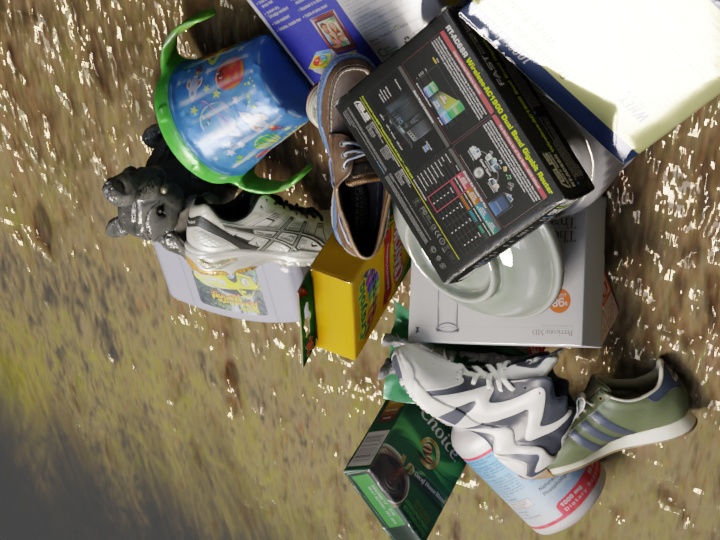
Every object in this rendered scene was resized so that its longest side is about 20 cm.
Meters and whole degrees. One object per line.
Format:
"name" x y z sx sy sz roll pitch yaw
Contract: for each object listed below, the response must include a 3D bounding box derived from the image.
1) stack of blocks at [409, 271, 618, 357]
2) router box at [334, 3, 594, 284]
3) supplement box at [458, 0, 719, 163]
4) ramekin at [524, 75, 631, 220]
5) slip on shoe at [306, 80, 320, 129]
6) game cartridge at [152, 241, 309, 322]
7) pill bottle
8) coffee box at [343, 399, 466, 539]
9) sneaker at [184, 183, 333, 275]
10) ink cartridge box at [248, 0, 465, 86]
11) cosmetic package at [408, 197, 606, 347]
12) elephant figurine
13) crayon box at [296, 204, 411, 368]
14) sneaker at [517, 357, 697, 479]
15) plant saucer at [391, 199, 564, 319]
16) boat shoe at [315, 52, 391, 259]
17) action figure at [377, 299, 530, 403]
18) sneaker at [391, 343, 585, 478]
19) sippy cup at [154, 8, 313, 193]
"stack of blocks" 0.166 0.040 1.703 0.200 0.059 0.115 -1 128 34
"router box" 0.089 -0.111 1.414 0.150 0.062 0.200 -36 81 35
"supplement box" 0.231 -0.235 1.333 0.200 0.134 0.200 41 139 -8
"ramekin" 0.161 -0.139 1.498 0.200 0.105 0.200 19 138 18
"slip on shoe" 0.035 -0.140 1.595 0.200 0.061 0.074 21 106 -20
"game cartridge" -0.151 -0.001 1.894 0.200 0.041 0.133 9 138 27
"pill bottle" 0.174 0.195 1.811 0.200 0.109 0.109 45 139 -13
"coffee box" 0.066 0.198 1.817 0.044 0.200 0.123 -14 119 39
"sneaker" -0.088 -0.051 1.712 0.076 0.200 0.088 -142 47 -58
"ink cartridge box" -0.023 -0.278 1.533 0.198 0.047 0.200 -18 116 45
"cosmetic package" 0.146 0.001 1.619 0.200 0.052 0.151 -1 87 34
"elephant figurine" -0.217 -0.076 1.736 0.141 0.200 0.155 -15 120 41
"crayon box" 0.000 0.000 1.659 0.051 0.200 0.127 19 143 17
"sneaker" 0.250 0.151 1.712 0.200 0.067 0.090 -17 111 8
"plant saucer" 0.097 -0.025 1.522 0.200 0.050 0.200 31 145 25
"boat shoe" 0.004 -0.105 1.528 0.072 0.072 0.200 -11 115 -8
"action figure" 0.120 0.110 1.712 0.200 0.055 0.118 12 117 16
"sneaker" 0.141 0.108 1.634 0.199 0.079 0.130 38 110 0
"sippy cup" -0.117 -0.173 1.640 0.130 0.140 0.178 -23 140 34
